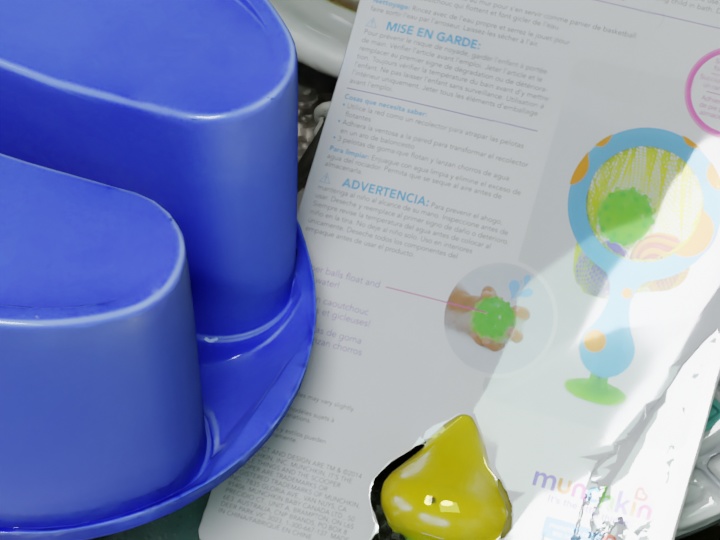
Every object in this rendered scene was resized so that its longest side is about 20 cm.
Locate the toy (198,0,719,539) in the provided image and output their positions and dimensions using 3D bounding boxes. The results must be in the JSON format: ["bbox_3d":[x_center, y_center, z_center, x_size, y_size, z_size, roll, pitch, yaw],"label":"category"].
[{"bbox_3d":[0.044,-0.010,0.725,0.115,0.047,0.201,15,79,16],"label":"toy"}]

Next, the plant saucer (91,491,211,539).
[{"bbox_3d":[-0.121,0.050,0.774,0.199,0.036,0.201,6,103,28],"label":"plant saucer"}]

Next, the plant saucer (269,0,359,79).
[{"bbox_3d":[0.036,-0.142,0.798,0.199,0.050,0.201,-3,80,18],"label":"plant saucer"}]

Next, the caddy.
[{"bbox_3d":[-0.105,-0.018,0.683,0.199,0.105,0.142,21,51,9],"label":"caddy"}]

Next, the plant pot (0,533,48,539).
[{"bbox_3d":[-0.129,0.156,0.653,0.182,0.200,0.201,-17,83,-31],"label":"plant pot"}]

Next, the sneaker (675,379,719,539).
[{"bbox_3d":[0.118,0.022,0.768,0.200,0.091,0.078,-32,64,-1],"label":"sneaker"}]

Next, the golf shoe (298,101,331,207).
[{"bbox_3d":[0.000,0.000,0.802,0.199,0.077,0.088,-26,62,3],"label":"golf shoe"}]
